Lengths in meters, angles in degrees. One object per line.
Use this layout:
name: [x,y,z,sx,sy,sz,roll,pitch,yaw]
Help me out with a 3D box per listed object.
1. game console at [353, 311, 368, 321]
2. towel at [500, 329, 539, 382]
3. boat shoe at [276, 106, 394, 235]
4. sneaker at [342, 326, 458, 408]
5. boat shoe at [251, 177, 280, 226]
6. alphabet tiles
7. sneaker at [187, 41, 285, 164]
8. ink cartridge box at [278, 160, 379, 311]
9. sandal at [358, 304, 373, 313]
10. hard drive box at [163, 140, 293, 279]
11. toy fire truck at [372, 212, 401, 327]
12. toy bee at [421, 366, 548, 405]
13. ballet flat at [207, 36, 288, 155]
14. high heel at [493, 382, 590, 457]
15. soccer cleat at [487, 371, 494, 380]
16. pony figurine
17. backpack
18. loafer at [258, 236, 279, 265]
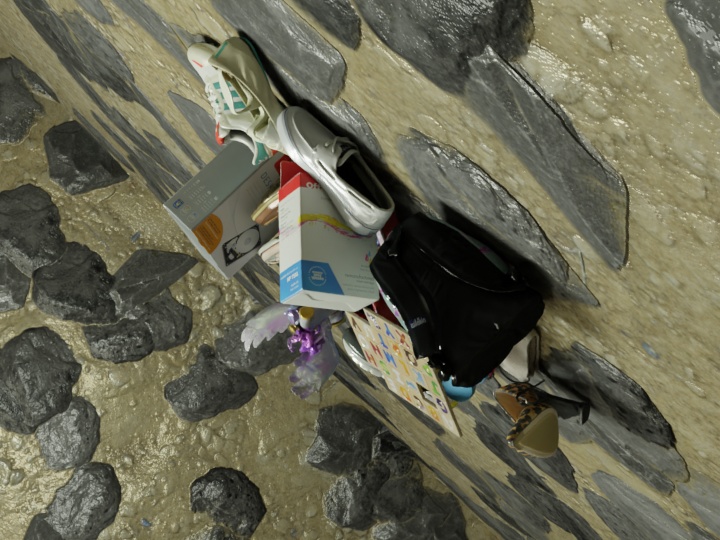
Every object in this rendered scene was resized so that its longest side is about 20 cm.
game console: [0.066,0.128,1.766,0.171,0.120,0.200,8,-176,0]
towel: [0.189,0.088,1.530,0.132,0.034,0.200,39,168,22]
boat shoe: [-0.026,-0.140,1.412,0.200,0.074,0.065,49,139,3]
sneaker: [0.069,0.123,1.623,0.199,0.085,0.074,28,-163,13]
boat shoe: [-0.094,-0.106,1.595,0.068,0.072,0.200,42,142,-11]
alphabet tiles: [0.051,0.123,1.476,0.200,0.008,0.168,29,149,51]
sneaker: [-0.185,-0.232,1.539,0.200,0.093,0.070,43,169,4]
ink cartridge box: [-0.043,-0.055,1.450,0.116,0.201,0.067,7,160,-28]
sandal: [-0.001,0.000,1.618,0.043,0.076,0.201,41,164,43]
hard drive box: [-0.182,-0.109,1.700,0.077,0.200,0.156,39,169,31]
toy fire truck: [0.060,0.007,1.541,0.200,0.111,0.169,80,171,-80]
toy bee: [0.146,0.113,1.486,0.131,0.199,0.109,-67,-32,-68]
ballet flat: [-0.136,-0.212,1.452,0.069,0.069,0.200,27,154,56]
high heel: [0.205,0.200,1.487,0.142,0.072,0.199,10,-167,35]
soccer cleat: [0.162,0.122,1.713,0.200,0.069,0.087,46,-154,-67]
pony figurine: [-0.077,0.077,1.734,0.167,0.193,0.200,44,159,17]
backpack: [0.104,0.030,1.323,0.200,0.167,0.127,45,176,30]
loafer: [-0.095,-0.033,1.675,0.200,0.072,0.063,-31,84,57]
